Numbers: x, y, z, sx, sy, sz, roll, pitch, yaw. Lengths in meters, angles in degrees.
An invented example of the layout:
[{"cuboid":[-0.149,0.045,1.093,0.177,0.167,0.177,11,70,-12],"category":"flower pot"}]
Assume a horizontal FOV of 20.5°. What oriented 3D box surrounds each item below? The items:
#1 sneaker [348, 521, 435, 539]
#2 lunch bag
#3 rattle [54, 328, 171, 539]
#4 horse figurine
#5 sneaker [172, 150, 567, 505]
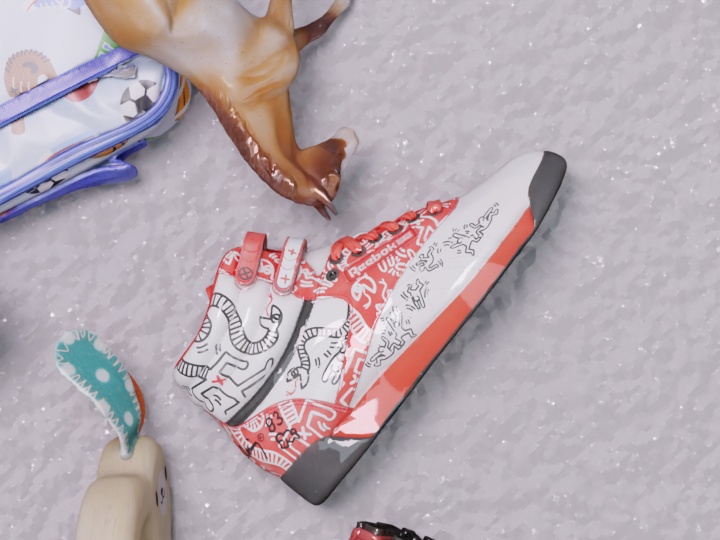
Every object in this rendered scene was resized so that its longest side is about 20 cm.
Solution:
[{"cuboid":[0.071,0.193,0.913,0.200,0.078,0.082,28,91,14],"category":"sneaker"},{"cuboid":[-0.183,-0.098,0.945,0.200,0.076,0.160,-26,87,1],"category":"lunch bag"},{"cuboid":[-0.066,0.117,0.901,0.143,0.130,0.200,-11,58,19],"category":"rattle"},{"cuboid":[-0.069,-0.127,0.903,0.200,0.050,0.133,38,62,-30],"category":"horse figurine"},{"cuboid":[0.000,0.000,0.930,0.108,0.067,0.201,38,90,3],"category":"sneaker"}]
